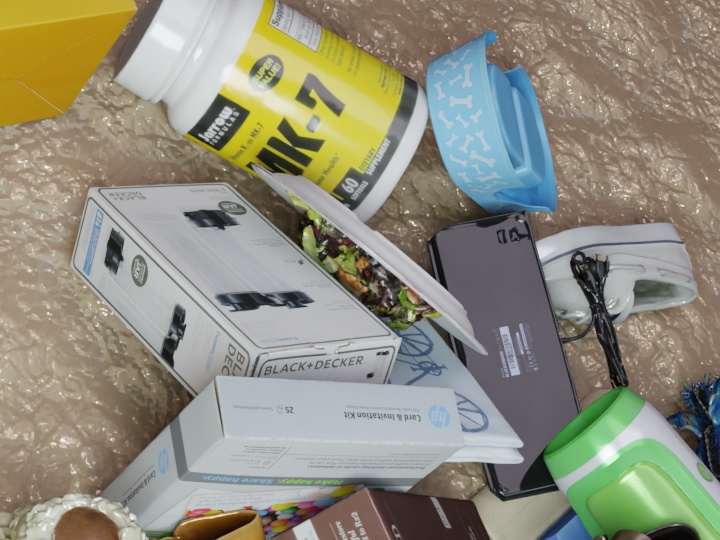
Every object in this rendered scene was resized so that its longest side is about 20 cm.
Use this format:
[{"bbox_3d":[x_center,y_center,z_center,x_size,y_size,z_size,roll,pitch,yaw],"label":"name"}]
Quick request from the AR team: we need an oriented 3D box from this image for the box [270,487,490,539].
[{"bbox_3d":[0.030,0.191,1.195,0.101,0.075,0.200,64,17,16],"label":"box"}]

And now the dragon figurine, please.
[{"bbox_3d":[0.254,0.115,1.433,0.100,0.059,0.200,59,21,13],"label":"dragon figurine"}]

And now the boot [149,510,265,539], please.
[{"bbox_3d":[-0.054,0.208,1.169,0.200,0.071,0.145,-9,108,-31],"label":"boot"}]

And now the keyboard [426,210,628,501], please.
[{"bbox_3d":[0.126,0.054,1.393,0.126,0.021,0.201,-11,74,-9],"label":"keyboard"}]

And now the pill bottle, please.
[{"bbox_3d":[-0.062,-0.124,1.381,0.199,0.114,0.115,28,51,-15],"label":"pill bottle"}]

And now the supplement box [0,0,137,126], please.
[{"bbox_3d":[-0.286,-0.202,1.271,0.197,0.133,0.201,-15,71,-37],"label":"supplement box"}]

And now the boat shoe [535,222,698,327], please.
[{"bbox_3d":[0.178,0.009,1.482,0.199,0.074,0.066,-11,64,-36],"label":"boat shoe"}]

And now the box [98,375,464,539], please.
[{"bbox_3d":[-0.056,0.123,1.176,0.155,0.200,0.041,5,61,-30],"label":"box"}]

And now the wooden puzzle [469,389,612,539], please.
[{"bbox_3d":[0.190,0.195,1.394,0.200,0.046,0.185,51,49,4],"label":"wooden puzzle"}]

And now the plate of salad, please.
[{"bbox_3d":[0.000,0.000,1.314,0.200,0.200,0.048,40,88,-6],"label":"plate of salad"}]

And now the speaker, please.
[{"bbox_3d":[0.212,0.175,1.321,0.200,0.088,0.088,49,48,-1],"label":"speaker"}]

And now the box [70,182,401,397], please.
[{"bbox_3d":[-0.082,0.020,1.248,0.116,0.060,0.200,-5,34,-41],"label":"box"}]

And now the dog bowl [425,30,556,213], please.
[{"bbox_3d":[0.095,-0.100,1.443,0.200,0.049,0.112,29,50,-70],"label":"dog bowl"}]

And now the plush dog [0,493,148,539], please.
[{"bbox_3d":[-0.201,0.220,1.086,0.199,0.161,0.173,-5,76,1],"label":"plush dog"}]

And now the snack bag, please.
[{"bbox_3d":[-0.014,0.065,1.303,0.199,0.021,0.189,5,28,-30],"label":"snack bag"}]

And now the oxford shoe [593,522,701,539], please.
[{"bbox_3d":[0.142,0.199,1.206,0.200,0.072,0.085,-19,118,-49],"label":"oxford shoe"}]
